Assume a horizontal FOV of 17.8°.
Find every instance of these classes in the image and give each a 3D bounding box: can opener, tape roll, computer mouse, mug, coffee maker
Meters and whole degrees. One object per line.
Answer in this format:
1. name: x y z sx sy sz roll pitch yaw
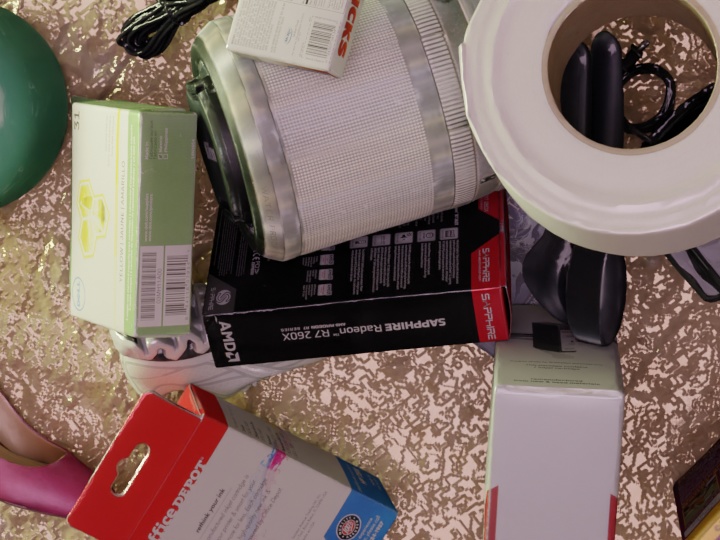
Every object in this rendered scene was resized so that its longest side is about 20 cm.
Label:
1. can opener: 0.147 -0.054 1.465 0.079 0.063 0.200 14 110 38
2. tape roll: 0.161 -0.111 1.352 0.202 0.071 0.203 -2 80 11
3. computer mouse: -0.166 -0.245 1.540 0.140 0.046 0.200 -25 94 43
4. mug: -0.300 -0.099 1.567 0.185 0.114 0.152 -38 89 13
5. coffee maker: 0.233 -0.051 1.472 0.192 0.200 0.135 26 98 3

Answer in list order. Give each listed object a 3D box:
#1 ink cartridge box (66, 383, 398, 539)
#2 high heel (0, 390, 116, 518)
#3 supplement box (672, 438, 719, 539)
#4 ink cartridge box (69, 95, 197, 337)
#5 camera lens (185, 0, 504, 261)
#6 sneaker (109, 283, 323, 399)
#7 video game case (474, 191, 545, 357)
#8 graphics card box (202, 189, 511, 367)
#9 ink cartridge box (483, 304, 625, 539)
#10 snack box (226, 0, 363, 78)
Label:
1. ink cartridge box: -0.091 0.159 1.571 0.200 0.067 0.116 29 100 -18
2. high heel: -0.250 0.102 1.611 0.200 0.067 0.096 23 110 7
3. supplement box: 0.284 0.147 1.490 0.103 0.200 0.131 40 100 0
4. ink cartridge box: -0.171 -0.041 1.527 0.048 0.200 0.146 -3 98 -32
5. camera lens: -0.002 -0.104 1.474 0.200 0.160 0.160 -18 95 -9
6. sneaker: -0.071 0.045 1.592 0.200 0.075 0.081 -6 130 -2
7. video game case: 0.059 -0.050 1.585 0.200 0.019 0.143 36 100 2
8. graphics card box: 0.000 0.000 1.524 0.200 0.125 0.051 -5 128 6
9. ink cartridge box: 0.124 0.116 1.497 0.084 0.200 0.144 4 104 4
10. snack box: -0.019 -0.219 1.383 0.072 0.024 0.200 14 85 24
